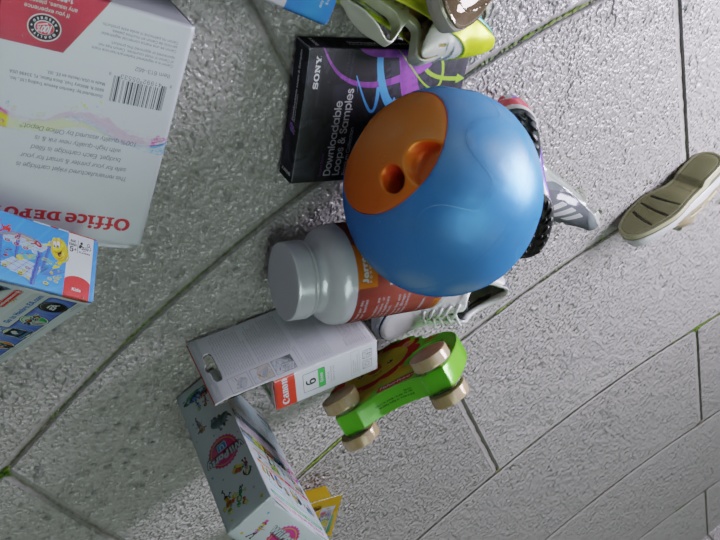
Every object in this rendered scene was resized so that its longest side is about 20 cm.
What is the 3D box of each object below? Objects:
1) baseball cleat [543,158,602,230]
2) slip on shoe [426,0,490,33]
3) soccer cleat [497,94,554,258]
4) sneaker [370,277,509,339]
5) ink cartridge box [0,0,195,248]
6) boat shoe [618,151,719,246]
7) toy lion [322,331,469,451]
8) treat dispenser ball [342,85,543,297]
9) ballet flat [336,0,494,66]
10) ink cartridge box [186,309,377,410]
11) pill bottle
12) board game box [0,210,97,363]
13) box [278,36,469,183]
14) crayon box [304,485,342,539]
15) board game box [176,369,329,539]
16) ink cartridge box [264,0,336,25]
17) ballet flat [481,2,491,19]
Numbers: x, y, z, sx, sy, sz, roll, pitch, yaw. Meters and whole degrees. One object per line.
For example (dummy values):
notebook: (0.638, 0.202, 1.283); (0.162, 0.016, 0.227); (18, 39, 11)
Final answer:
baseball cleat: (0.239, -0.088, 0.972); (0.198, 0.070, 0.107); (31, 108, -34)
slip on shoe: (0.126, -0.295, 0.674); (0.201, 0.060, 0.077); (-52, 127, -31)
soccer cleat: (0.191, -0.110, 0.871); (0.067, 0.074, 0.203); (-9, 122, 10)
sneaker: (0.109, 0.042, 0.966); (0.197, 0.071, 0.074); (-27, 134, -14)
ink cartridge box: (-0.236, -0.131, 0.593); (0.143, 0.083, 0.203); (4, 120, -36)
boat shoe: (0.484, -0.095, 1.119); (0.199, 0.075, 0.069); (-37, 130, -7)
toy lion: (0.044, 0.131, 0.909); (0.198, 0.192, 0.069); (-29, 98, 20)
treat dispenser ball: (0.079, -0.076, 0.717); (0.197, 0.201, 0.204); (-18, 131, -22)
ballet flat: (0.045, -0.238, 0.699); (0.197, 0.066, 0.068); (23, 73, -30)
ink cartridge box: (-0.090, 0.099, 0.846); (0.197, 0.109, 0.051); (-20, 132, -20)
pill bottle: (0.000, 0.000, 0.831); (0.196, 0.112, 0.114); (-8, 127, -30)
board game box: (-0.342, 0.008, 0.569); (0.198, 0.057, 0.194); (-25, 148, 38)
box: (0.016, -0.169, 0.772); (0.196, 0.036, 0.145); (-8, 126, -29)
crayon box: (-0.108, 0.406, 1.103); (0.124, 0.052, 0.203); (-6, 126, -31)
board game box: (-0.129, 0.235, 0.856); (0.064, 0.200, 0.148); (-37, 135, -3)
ink cartridge box: (-0.094, -0.302, 0.563); (0.197, 0.086, 0.148); (7, 118, -39)
ballet flat: (0.061, -0.307, 0.694); (0.198, 0.067, 0.064); (23, 80, -46)
